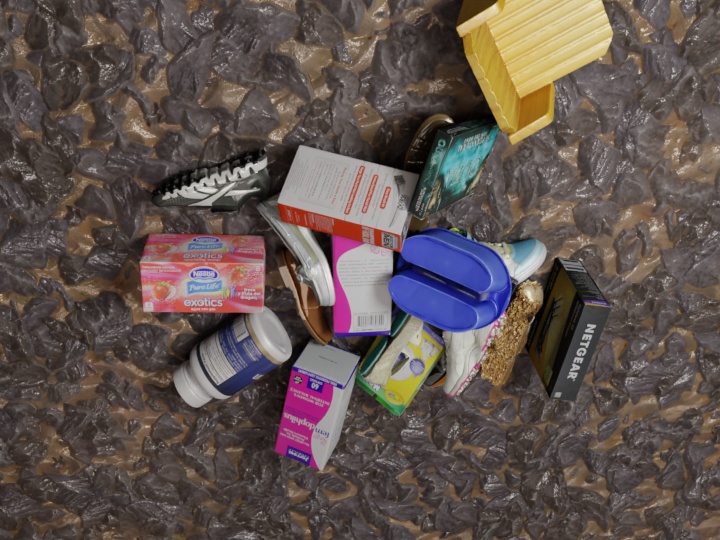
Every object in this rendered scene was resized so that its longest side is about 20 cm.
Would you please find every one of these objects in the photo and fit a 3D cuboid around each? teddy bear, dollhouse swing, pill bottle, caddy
[{"bbox_3d":[0.268,0.105,1.439,0.066,0.145,0.202,28,116,22],"label":"teddy bear"},{"bbox_3d":[0.265,-0.331,1.160,0.174,0.183,0.201,-16,123,27],"label":"dollhouse swing"},{"bbox_3d":[-0.229,0.156,1.406,0.199,0.111,0.111,-33,119,13],"label":"pill bottle"},{"bbox_3d":[0.141,0.016,1.276,0.198,0.105,0.143,24,106,21],"label":"caddy"}]

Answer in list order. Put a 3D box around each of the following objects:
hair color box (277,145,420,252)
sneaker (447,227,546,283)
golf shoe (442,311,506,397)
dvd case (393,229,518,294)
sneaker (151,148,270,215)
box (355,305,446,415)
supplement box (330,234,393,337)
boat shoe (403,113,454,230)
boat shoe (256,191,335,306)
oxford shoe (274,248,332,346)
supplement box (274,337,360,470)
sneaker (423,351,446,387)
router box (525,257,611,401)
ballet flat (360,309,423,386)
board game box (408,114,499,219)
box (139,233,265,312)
[{"bbox_3d":[-0.017,-0.112,1.236,0.197,0.112,0.064,15,156,10],"label":"hair color box"},{"bbox_3d":[0.214,-0.031,1.370,0.198,0.080,0.131,-25,121,7],"label":"sneaker"},{"bbox_3d":[0.175,0.127,1.363,0.091,0.075,0.202,32,123,16],"label":"golf shoe"},{"bbox_3d":[0.152,0.028,1.359,0.198,0.016,0.150,28,130,11],"label":"dvd case"},{"bbox_3d":[-0.231,-0.121,1.271,0.198,0.067,0.091,-17,118,1],"label":"sneaker"},{"bbox_3d":[0.070,0.165,1.454,0.117,0.048,0.201,37,117,16],"label":"box"},{"bbox_3d":[0.000,0.000,1.349,0.100,0.104,0.202,-2,121,-5],"label":"supplement box"},{"bbox_3d":[0.101,-0.166,1.285,0.073,0.067,0.202,16,121,-6],"label":"boat shoe"},{"bbox_3d":[-0.100,-0.030,1.300,0.064,0.074,0.204,-25,95,-10],"label":"boat shoe"},{"bbox_3d":[-0.081,0.044,1.385,0.070,0.072,0.202,-20,119,1],"label":"oxford shoe"},{"bbox_3d":[-0.079,0.245,1.458,0.100,0.104,0.202,18,120,9],"label":"supplement box"},{"bbox_3d":[0.162,0.127,1.465,0.077,0.078,0.201,28,110,-6],"label":"sneaker"},{"bbox_3d":[0.365,0.104,1.420,0.051,0.158,0.202,6,119,-11],"label":"router box"},{"bbox_3d":[0.071,0.123,1.395,0.062,0.068,0.201,28,118,-11],"label":"ballet flat"},{"bbox_3d":[0.150,-0.163,1.232,0.028,0.199,0.137,30,120,21],"label":"board game box"},{"bbox_3d":[-0.257,0.003,1.321,0.197,0.103,0.096,1,120,-6],"label":"box"}]
